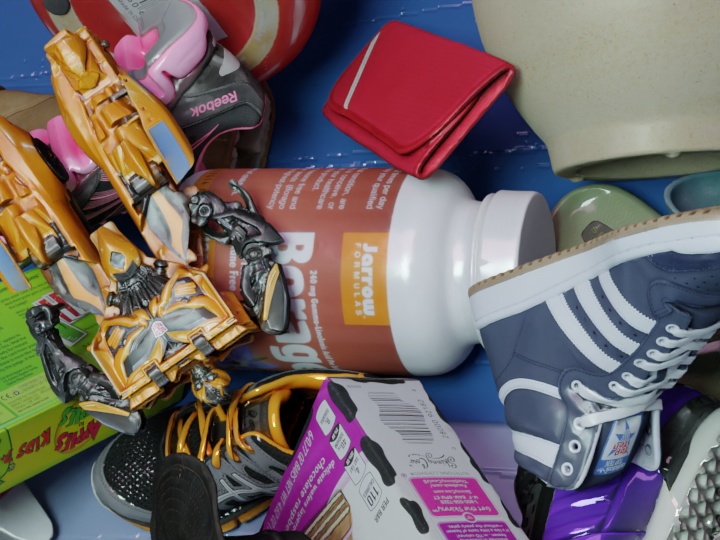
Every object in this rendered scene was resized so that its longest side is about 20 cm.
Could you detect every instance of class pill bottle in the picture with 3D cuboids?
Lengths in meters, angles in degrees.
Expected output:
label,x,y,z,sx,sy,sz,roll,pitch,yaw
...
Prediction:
label,x,y,z,sx,sy,sz,roll,pitch,yaw
pill bottle,0.000,0.000,0.972,0.199,0.112,0.113,0,62,20

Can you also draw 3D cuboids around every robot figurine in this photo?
label,x,y,z,sx,sy,sz,roll,pitch,yaw
robot figurine,-0.127,-0.016,0.922,0.145,0.058,0.201,-35,79,6

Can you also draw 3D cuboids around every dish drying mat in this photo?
label,x,y,z,sx,sy,sz,roll,pitch,yaw
dish drying mat,0.026,-0.099,0.999,0.077,0.018,0.200,-49,20,0

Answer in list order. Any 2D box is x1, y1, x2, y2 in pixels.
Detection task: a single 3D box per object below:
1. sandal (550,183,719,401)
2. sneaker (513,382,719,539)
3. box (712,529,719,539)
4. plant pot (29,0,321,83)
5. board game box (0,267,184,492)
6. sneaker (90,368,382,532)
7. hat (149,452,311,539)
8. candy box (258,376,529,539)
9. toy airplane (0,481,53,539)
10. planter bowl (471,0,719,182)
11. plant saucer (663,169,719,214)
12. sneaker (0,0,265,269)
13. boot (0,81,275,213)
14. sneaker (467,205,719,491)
label,x,y,z,sx,sy,sz,roll,pitch,yaw
sandal,0.169,0.017,0.934,0.201,0.057,0.080,37,79,31
sneaker,0.109,0.136,0.890,0.099,0.070,0.200,26,70,37
box,0.167,0.195,0.824,0.068,0.082,0.200,27,73,30
plant pot,-0.094,-0.217,1.054,0.199,0.201,0.183,-6,46,17
board game box,-0.196,0.062,0.972,0.101,0.048,0.200,33,35,26
sneaker,-0.057,0.090,0.965,0.199,0.077,0.079,-13,61,15
hat,-0.041,0.179,0.801,0.080,0.201,0.201,-3,55,-20
candy box,0.023,0.164,0.841,0.200,0.061,0.137,54,130,44
toy airplane,-0.265,0.147,0.968,0.199,0.141,0.200,9,75,4
planter bowl,0.156,-0.119,0.950,0.199,0.200,0.136,-5,85,17
plant saucer,0.244,-0.007,0.874,0.199,0.200,0.036,15,110,26
sneaker,-0.133,-0.058,1.017,0.200,0.095,0.079,-40,38,20
boot,-0.166,-0.045,1.086,0.199,0.066,0.176,3,65,19
sneaker,0.129,0.038,0.809,0.200,0.070,0.109,-22,76,55
